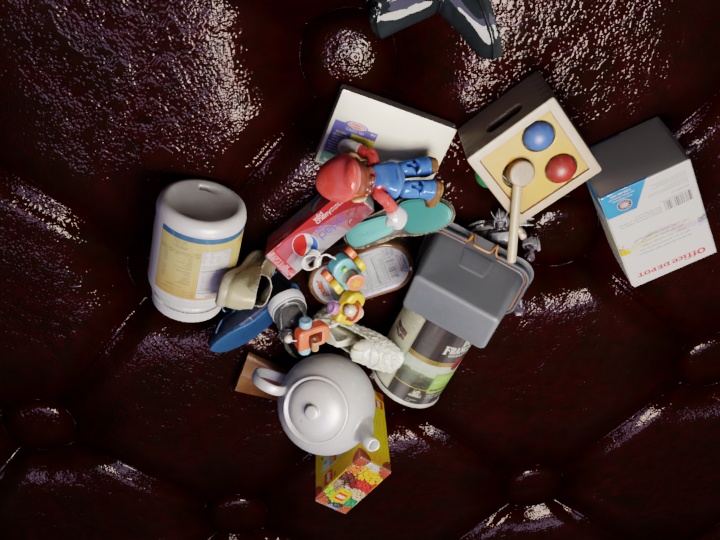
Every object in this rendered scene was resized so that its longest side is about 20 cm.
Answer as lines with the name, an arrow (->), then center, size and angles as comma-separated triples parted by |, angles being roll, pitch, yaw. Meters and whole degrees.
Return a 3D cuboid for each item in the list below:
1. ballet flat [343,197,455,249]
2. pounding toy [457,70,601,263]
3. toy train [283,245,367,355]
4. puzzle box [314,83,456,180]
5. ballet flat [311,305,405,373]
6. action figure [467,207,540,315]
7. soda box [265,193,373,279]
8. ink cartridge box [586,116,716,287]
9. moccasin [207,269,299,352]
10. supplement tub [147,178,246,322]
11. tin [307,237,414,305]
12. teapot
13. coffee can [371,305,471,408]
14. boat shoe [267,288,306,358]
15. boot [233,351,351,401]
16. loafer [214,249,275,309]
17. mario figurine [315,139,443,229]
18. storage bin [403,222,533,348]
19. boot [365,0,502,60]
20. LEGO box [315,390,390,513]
ballet flat -> 0.066, -0.088, 1.299 | 0.197, 0.075, 0.069 | -15, 103, 19
pounding toy -> 0.257, -0.158, 1.218 | 0.199, 0.143, 0.184 | -34, 121, 20
toy train -> -0.050, 0.058, 1.315 | 0.148, 0.056, 0.203 | -13, 127, -31
puzzle box -> 0.039, -0.206, 1.240 | 0.197, 0.026, 0.134 | 17, 124, -16
ballet flat -> -0.014, 0.132, 1.394 | 0.198, 0.071, 0.073 | 29, 134, 29
action figure -> 0.252, -0.022, 1.365 | 0.128, 0.070, 0.202 | 1, 124, 17
soda box -> -0.070, -0.078, 1.298 | 0.199, 0.070, 0.063 | -37, 116, 20
ink cartridge box -> 0.465, -0.110, 1.268 | 0.146, 0.146, 0.201 | -23, 125, 14
moccasin -> -0.196, 0.073, 1.404 | 0.199, 0.069, 0.080 | -35, 155, 7
supplement tub -> -0.271, -0.031, 1.272 | 0.142, 0.146, 0.202 | 10, 126, -12
tin -> 0.000, 0.000, 1.384 | 0.197, 0.042, 0.113 | -18, 122, 9
teapot -> -0.074, 0.244, 1.397 | 0.197, 0.146, 0.200 | -20, 84, 13
coffee can -> 0.122, 0.130, 1.420 | 0.144, 0.147, 0.202 | 16, 125, -15
boat shoe -> -0.119, 0.103, 1.384 | 0.069, 0.067, 0.201 | -24, 154, -16
boot -> -0.131, 0.198, 1.519 | 0.198, 0.069, 0.189 | 25, 129, -12
loafer -> -0.177, 0.024, 1.287 | 0.067, 0.200, 0.077 | 23, 112, 6
mario figurine -> 0.022, -0.136, 1.207 | 0.197, 0.124, 0.107 | -1, 125, -21
storage bin -> 0.174, 0.024, 1.295 | 0.198, 0.135, 0.147 | 28, 137, 7
boot -> 0.096, -0.365, 1.092 | 0.166, 0.077, 0.202 | -23, 118, 8
LEGO box -> -0.020, 0.347, 1.536 | 0.077, 0.201, 0.149 | 30, 120, -23
